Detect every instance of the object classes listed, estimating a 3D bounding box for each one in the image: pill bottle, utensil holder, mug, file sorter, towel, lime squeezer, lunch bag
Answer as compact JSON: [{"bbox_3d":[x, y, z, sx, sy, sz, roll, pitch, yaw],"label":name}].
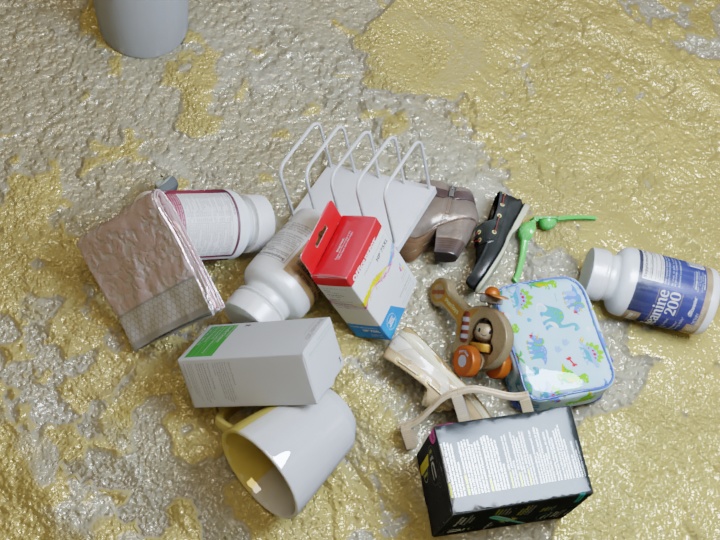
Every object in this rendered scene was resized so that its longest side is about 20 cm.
[{"bbox_3d":[-0.110,0.010,1.520,0.114,0.114,0.200,35,64,11],"label":"pill bottle"},{"bbox_3d":[-0.371,-0.481,1.691,0.170,0.200,0.170,3,62,-6],"label":"utensil holder"},{"bbox_3d":[-0.100,0.225,1.399,0.153,0.149,0.187,-37,80,-31],"label":"mug"},{"bbox_3d":[-0.008,-0.139,1.563,0.200,0.125,0.139,15,53,27],"label":"file sorter"},{"bbox_3d":[-0.305,0.005,1.431,0.032,0.200,0.191,-31,95,-53],"label":"towel"},{"bbox_3d":[0.306,-0.062,1.657,0.200,0.038,0.071,-36,73,-23],"label":"lime squeezer"},{"bbox_3d":[0.454,0.027,1.589,0.200,0.111,0.111,14,62,0],"label":"pill bottle"},{"bbox_3d":[0.292,0.114,1.538,0.161,0.082,0.200,-10,65,-11],"label":"lunch bag"},{"bbox_3d":[-0.237,-0.068,1.515,0.200,0.110,0.110,-5,61,-38],"label":"pill bottle"}]

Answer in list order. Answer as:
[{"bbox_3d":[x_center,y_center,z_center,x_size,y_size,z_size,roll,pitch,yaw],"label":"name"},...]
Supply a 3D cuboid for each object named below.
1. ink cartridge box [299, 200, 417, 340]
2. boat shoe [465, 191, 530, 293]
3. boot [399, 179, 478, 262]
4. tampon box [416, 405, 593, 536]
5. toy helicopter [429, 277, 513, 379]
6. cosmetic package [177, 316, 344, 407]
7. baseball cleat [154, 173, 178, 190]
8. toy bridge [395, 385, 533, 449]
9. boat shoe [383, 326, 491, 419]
[{"bbox_3d":[0.000,0.000,1.492,0.067,0.200,0.116,4,56,34],"label":"ink cartridge box"},{"bbox_3d":[0.209,-0.045,1.614,0.063,0.074,0.201,29,56,2],"label":"boat shoe"},{"bbox_3d":[0.091,-0.086,1.631,0.200,0.070,0.146,11,54,1],"label":"boot"},{"bbox_3d":[0.195,0.282,1.399,0.200,0.150,0.126,-6,65,-11],"label":"tampon box"},{"bbox_3d":[0.166,0.065,1.515,0.079,0.132,0.200,7,27,-34],"label":"toy helicopter"},{"bbox_3d":[-0.138,0.130,1.405,0.200,0.085,0.108,-7,23,23],"label":"cosmetic package"},{"bbox_3d":[-0.320,-0.051,1.561,0.106,0.070,0.200,33,67,-5],"label":"baseball cleat"},{"bbox_3d":[0.146,0.204,1.446,0.200,0.027,0.067,-16,99,11],"label":"toy bridge"},{"bbox_3d":[0.115,0.175,1.496,0.069,0.074,0.200,-44,83,-1],"label":"boat shoe"}]
